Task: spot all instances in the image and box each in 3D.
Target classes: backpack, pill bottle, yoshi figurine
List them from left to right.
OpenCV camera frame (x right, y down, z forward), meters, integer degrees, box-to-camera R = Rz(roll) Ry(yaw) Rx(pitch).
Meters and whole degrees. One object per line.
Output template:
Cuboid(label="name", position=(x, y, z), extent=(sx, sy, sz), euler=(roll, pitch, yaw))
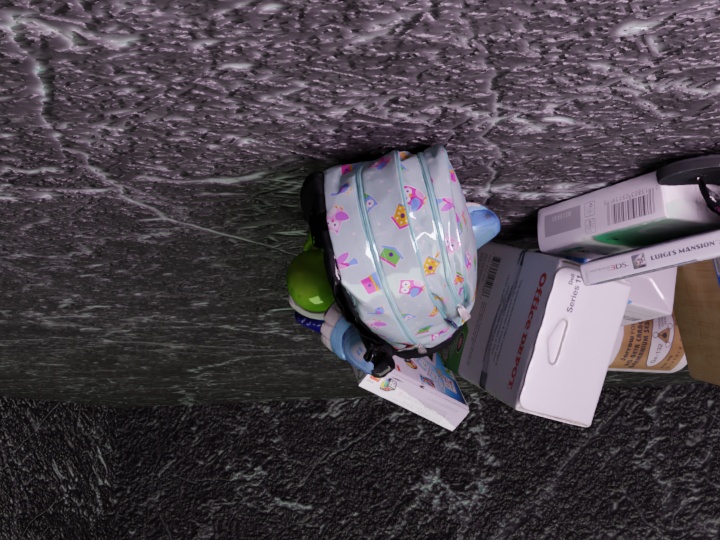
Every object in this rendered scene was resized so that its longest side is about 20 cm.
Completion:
Cuboid(label="yoshi figurine", position=(-0.013, 0.007, 1.040), extent=(0.112, 0.112, 0.200), euler=(2, 167, 25))
Cuboid(label="backpack", position=(0.029, -0.022, 0.829), extent=(0.126, 0.167, 0.200), euler=(-20, 161, 5))
Cuboid(label="pill bottle", position=(0.323, 0.072, 1.336), extent=(0.199, 0.115, 0.114), euler=(4, 168, -20))

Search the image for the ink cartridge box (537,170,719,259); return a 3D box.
Cuboid(label="ink cartridge box", position=(0.291, -0.040, 0.958), extent=(0.199, 0.050, 0.161), euler=(9, 165, -30))

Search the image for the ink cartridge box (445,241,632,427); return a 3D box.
Cuboid(label="ink cartridge box", position=(0.170, 0.057, 1.025), extent=(0.083, 0.147, 0.200), euler=(16, -177, -15))

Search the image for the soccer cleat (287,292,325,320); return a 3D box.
Cuboid(label="soccer cleat", position=(0.008, 0.035, 1.241), extent=(0.199, 0.070, 0.086), euler=(-1, 178, 10))

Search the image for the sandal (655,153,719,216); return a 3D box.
Cuboid(label="sandal", position=(0.334, -0.064, 0.834), extent=(0.200, 0.048, 0.075), euler=(2, 169, -18))

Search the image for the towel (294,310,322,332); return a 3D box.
Cuboid(label="towel", position=(-0.005, 0.083, 1.543), extent=(0.147, 0.050, 0.200), euler=(-4, 168, 12))

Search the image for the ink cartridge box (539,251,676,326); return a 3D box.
Cuboid(label="ink cartridge box", position=(0.246, 0.021, 1.165), extent=(0.116, 0.068, 0.200), euler=(15, 164, -18))

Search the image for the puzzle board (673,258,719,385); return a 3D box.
Cuboid(label="puzzle board", position=(0.372, 0.049, 1.050), extent=(0.017, 0.151, 0.200), euler=(-16, -176, -9))

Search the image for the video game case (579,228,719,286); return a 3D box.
Cuboid(label="video game case", position=(0.312, -0.025, 0.885), extent=(0.181, 0.023, 0.200), euler=(-16, 176, 39))

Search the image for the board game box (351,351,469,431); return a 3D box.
Cuboid(label="board game box", position=(0.036, 0.080, 1.123), extent=(0.126, 0.035, 0.200), euler=(29, -160, -26))

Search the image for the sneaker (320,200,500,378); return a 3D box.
Cuboid(label="sneaker", position=(0.061, 0.022, 0.956), extent=(0.200, 0.090, 0.078), euler=(-44, 155, -4))
